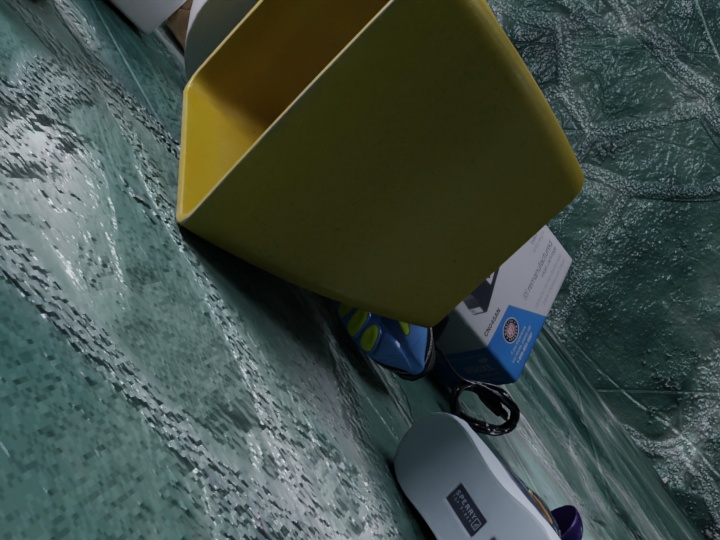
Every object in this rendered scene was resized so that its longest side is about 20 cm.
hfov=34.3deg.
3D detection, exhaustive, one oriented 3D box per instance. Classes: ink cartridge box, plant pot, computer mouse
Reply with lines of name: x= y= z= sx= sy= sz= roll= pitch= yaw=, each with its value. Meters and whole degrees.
ink cartridge box: x=0.076 y=-0.020 z=0.995 sx=0.200 sy=0.084 sz=0.146 roll=48 pitch=55 yaw=-25
plant pot: x=0.020 y=-0.090 z=0.709 sx=0.176 sy=0.200 sz=0.201 roll=38 pitch=20 yaw=-25
computer mouse: x=0.062 y=0.063 z=0.935 sx=0.201 sy=0.059 sz=0.034 roll=50 pitch=-8 yaw=-25

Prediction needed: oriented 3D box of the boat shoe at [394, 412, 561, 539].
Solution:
boat shoe: x=0.090 y=0.163 z=0.638 sx=0.091 sy=0.071 sz=0.201 roll=41 pitch=12 yaw=-35

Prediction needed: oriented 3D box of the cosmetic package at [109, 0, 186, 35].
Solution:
cosmetic package: x=-0.198 y=-0.270 z=0.811 sx=0.200 sy=0.071 sz=0.102 roll=44 pitch=12 yaw=-47

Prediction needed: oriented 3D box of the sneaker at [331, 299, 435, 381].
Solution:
sneaker: x=0.000 y=0.000 z=0.845 sx=0.201 sy=0.070 sz=0.083 roll=64 pitch=4 yaw=39

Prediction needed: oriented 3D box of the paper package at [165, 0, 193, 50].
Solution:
paper package: x=-0.065 y=-0.179 z=1.040 sx=0.192 sy=0.103 sz=0.200 roll=53 pitch=8 yaw=-8

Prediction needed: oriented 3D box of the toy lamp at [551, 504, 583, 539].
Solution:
toy lamp: x=0.199 y=0.264 z=0.864 sx=0.201 sy=0.058 sz=0.058 roll=53 pitch=9 yaw=-8

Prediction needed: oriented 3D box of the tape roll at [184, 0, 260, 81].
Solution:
tape roll: x=-0.027 y=-0.155 z=0.842 sx=0.203 sy=0.200 sz=0.038 roll=45 pitch=35 yaw=-40
